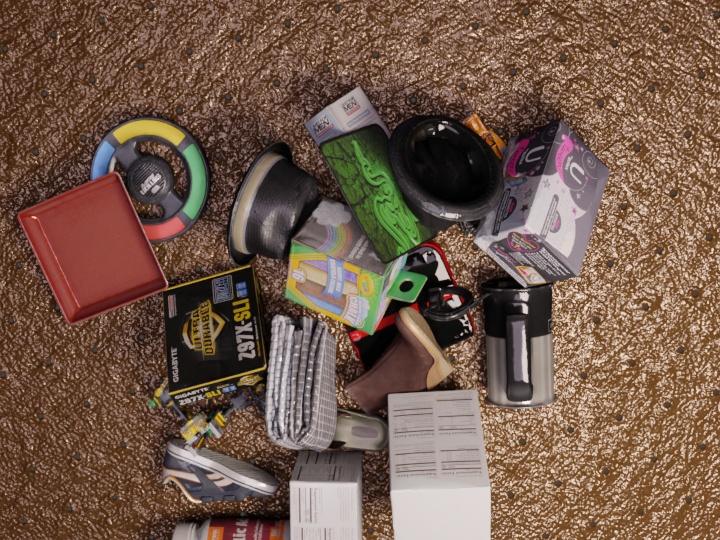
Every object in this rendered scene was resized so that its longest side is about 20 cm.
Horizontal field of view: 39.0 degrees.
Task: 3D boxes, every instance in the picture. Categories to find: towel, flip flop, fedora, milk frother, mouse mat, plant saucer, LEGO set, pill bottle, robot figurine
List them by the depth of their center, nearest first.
[{"bbox_3d":[0.117,-0.132,1.507,0.198,0.202,0.092,22,140,-2],"label":"fedora"},{"bbox_3d":[0.030,-0.119,1.519,0.007,0.160,0.202,-28,90,41],"label":"mouse mat"},{"bbox_3d":[-0.124,-0.091,1.554,0.090,0.200,0.204,20,99,16],"label":"fedora"},{"bbox_3d":[-0.083,0.176,1.585,0.084,0.166,0.204,2,78,12],"label":"towel"},{"bbox_3d":[0.201,0.115,1.604,0.197,0.180,0.192,1,98,28],"label":"milk frother"},{"bbox_3d":[0.195,-0.137,1.607,0.144,0.058,0.201,-35,95,7],"label":"robot figurine"},{"bbox_3d":[-0.424,-0.036,1.632,0.197,0.037,0.203,-19,101,16],"label":"plant saucer"},{"bbox_3d":[-0.244,0.201,1.640,0.198,0.116,0.155,-30,97,5],"label":"LEGO set"},{"bbox_3d":[-0.047,0.267,1.674,0.196,0.058,0.083,7,99,1],"label":"flip flop"},{"bbox_3d":[-0.208,0.468,1.680,0.196,0.114,0.116,1,99,1],"label":"pill bottle"}]

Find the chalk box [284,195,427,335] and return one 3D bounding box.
[{"bbox_3d":[0.000,0.000,1.549,0.197,0.125,0.125,23,134,11],"label":"chalk box"}]

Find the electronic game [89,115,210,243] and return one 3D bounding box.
[{"bbox_3d":[-0.338,-0.145,1.631,0.196,0.042,0.204,0,98,1],"label":"electronic game"}]

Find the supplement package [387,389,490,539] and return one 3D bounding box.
[{"bbox_3d":[0.120,0.313,1.582,0.148,0.201,0.154,-3,127,2],"label":"supplement package"}]

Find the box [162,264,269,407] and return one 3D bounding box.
[{"bbox_3d":[-0.228,0.100,1.598,0.157,0.202,0.050,-14,142,2],"label":"box"}]

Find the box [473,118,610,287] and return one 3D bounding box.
[{"bbox_3d":[0.273,-0.100,1.518,0.132,0.114,0.202,39,58,-26],"label":"box"}]

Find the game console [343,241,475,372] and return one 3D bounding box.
[{"bbox_3d":[0.068,0.063,1.659,0.197,0.031,0.179,-24,102,6],"label":"game console"}]

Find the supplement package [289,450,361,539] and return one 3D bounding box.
[{"bbox_3d":[-0.053,0.413,1.646,0.109,0.156,0.204,1,98,2],"label":"supplement package"}]

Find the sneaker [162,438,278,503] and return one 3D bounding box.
[{"bbox_3d":[-0.235,0.349,1.683,0.197,0.078,0.081,19,94,10],"label":"sneaker"}]

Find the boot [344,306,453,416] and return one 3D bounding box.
[{"bbox_3d":[0.048,0.151,1.600,0.165,0.073,0.201,-28,139,7],"label":"boot"}]

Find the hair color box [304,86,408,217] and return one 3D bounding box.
[{"bbox_3d":[0.011,-0.174,1.581,0.060,0.099,0.202,-28,99,42],"label":"hair color box"}]
